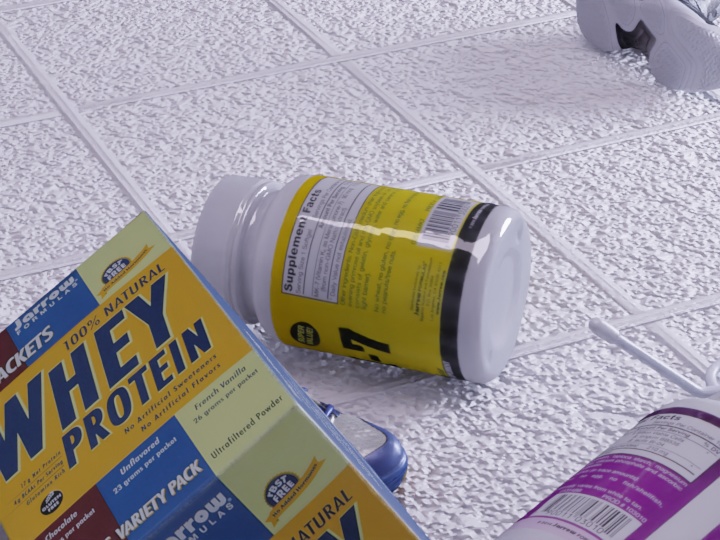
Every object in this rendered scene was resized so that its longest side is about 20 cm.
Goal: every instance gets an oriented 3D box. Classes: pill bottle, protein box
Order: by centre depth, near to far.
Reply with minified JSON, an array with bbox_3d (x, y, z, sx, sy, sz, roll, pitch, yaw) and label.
[{"bbox_3d":[-0.065,0.115,0.902,0.135,0.200,0.199,-41,37,-2],"label":"protein box"},{"bbox_3d":[0.157,0.133,0.959,0.112,0.113,0.200,24,42,37],"label":"pill bottle"},{"bbox_3d":[0.000,0.000,1.236,0.199,0.115,0.114,10,31,20],"label":"pill bottle"}]

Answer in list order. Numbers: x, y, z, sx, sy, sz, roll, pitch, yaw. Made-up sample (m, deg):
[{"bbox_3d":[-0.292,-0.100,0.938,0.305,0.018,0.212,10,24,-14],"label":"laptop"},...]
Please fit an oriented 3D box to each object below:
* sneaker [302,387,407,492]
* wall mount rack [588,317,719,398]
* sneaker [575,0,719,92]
[{"bbox_3d":[-0.069,0.082,1.117,0.199,0.089,0.075,10,29,16],"label":"sneaker"},{"bbox_3d":[0.233,0.079,1.127,0.173,0.075,0.200,-7,29,-10],"label":"wall mount rack"},{"bbox_3d":[0.282,-0.216,1.652,0.113,0.076,0.200,-20,31,-25],"label":"sneaker"}]
